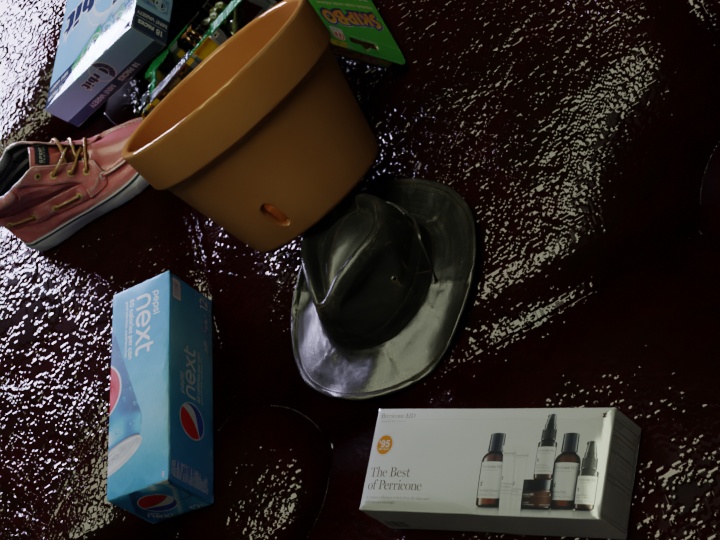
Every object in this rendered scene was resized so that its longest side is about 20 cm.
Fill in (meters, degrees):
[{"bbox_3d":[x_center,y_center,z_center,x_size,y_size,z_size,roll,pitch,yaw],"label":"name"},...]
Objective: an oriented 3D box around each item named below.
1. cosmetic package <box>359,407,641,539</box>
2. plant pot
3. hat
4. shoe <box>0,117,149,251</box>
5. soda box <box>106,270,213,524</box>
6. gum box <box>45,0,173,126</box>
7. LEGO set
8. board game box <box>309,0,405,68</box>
[{"bbox_3d":[0.098,0.144,1.139,0.199,0.051,0.083,-4,62,35],"label":"cosmetic package"},{"bbox_3d":[-0.079,-0.112,1.311,0.200,0.140,0.200,-38,16,13],"label":"plant pot"},{"bbox_3d":[0.000,0.000,1.274,0.199,0.081,0.202,-17,56,28],"label":"hat"},{"bbox_3d":[-0.279,-0.099,1.534,0.199,0.091,0.072,-34,49,17],"label":"shoe"},{"bbox_3d":[-0.171,0.108,1.353,0.067,0.064,0.201,-21,53,26],"label":"soda box"},{"bbox_3d":[-0.246,-0.270,1.599,0.170,0.044,0.201,-32,44,42],"label":"gum box"},{"bbox_3d":[-0.106,-0.190,1.468,0.200,0.116,0.154,-49,22,9],"label":"LEGO set"},{"bbox_3d":[-0.034,-0.254,1.428,0.030,0.095,0.201,-53,47,29],"label":"board game box"}]
